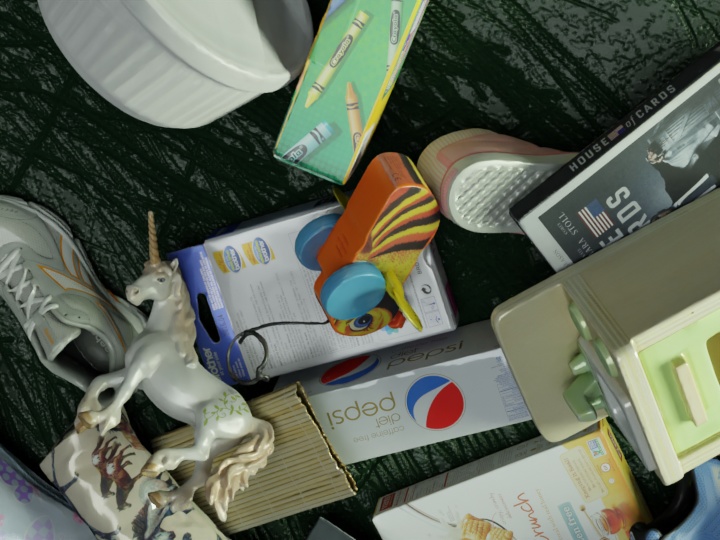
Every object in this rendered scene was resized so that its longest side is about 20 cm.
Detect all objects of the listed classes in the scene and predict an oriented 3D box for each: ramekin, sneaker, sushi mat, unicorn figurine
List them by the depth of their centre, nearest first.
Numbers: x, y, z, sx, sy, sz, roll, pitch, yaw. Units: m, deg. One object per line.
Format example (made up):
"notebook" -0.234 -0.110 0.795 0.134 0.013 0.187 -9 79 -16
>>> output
"ramekin" -0.134 -0.189 1.254 0.094 0.203 0.203 -37 100 31
"sneaker" 0.132 -0.060 1.321 0.199 0.105 0.076 7 104 -24
"unicorn figurine" -0.143 0.082 1.345 0.200 0.074 0.137 47 66 -4
"sneaker" 0.230 0.230 1.361 0.089 0.079 0.201 26 79 -12
"sneaker" -0.237 0.023 1.396 0.200 0.092 0.076 42 111 -6
"sushi mat" -0.086 0.151 1.404 0.199 0.012 0.096 -24 99 47

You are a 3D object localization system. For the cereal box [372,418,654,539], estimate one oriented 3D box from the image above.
"cereal box" 0.127 0.212 1.426 0.199 0.040 0.145 -24 105 16

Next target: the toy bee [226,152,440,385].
"toy bee" 0.000 0.000 1.308 0.199 0.108 0.132 -31 60 39

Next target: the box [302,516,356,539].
"box" -0.062 0.326 1.397 0.104 0.200 0.183 34 122 1

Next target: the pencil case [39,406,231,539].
"pencil case" -0.167 0.191 1.433 0.089 0.078 0.200 -39 87 -15

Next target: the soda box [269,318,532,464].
"soda box" 0.032 0.095 1.386 0.199 0.068 0.064 -15 108 14

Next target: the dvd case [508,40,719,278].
"dvd case" 0.221 -0.053 1.274 0.200 0.025 0.150 -39 123 5

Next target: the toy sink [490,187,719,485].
"toy sink" 0.211 0.056 1.251 0.199 0.112 0.131 -27 123 -2

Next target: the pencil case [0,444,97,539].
"pencil case" -0.274 0.202 1.471 0.200 0.083 0.091 39 82 -4

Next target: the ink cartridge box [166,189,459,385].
"ink cartridge box" -0.036 0.010 1.384 0.199 0.042 0.120 -16 104 12

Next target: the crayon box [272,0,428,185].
"crayon box" 0.008 -0.171 1.265 0.058 0.119 0.201 23 108 1
